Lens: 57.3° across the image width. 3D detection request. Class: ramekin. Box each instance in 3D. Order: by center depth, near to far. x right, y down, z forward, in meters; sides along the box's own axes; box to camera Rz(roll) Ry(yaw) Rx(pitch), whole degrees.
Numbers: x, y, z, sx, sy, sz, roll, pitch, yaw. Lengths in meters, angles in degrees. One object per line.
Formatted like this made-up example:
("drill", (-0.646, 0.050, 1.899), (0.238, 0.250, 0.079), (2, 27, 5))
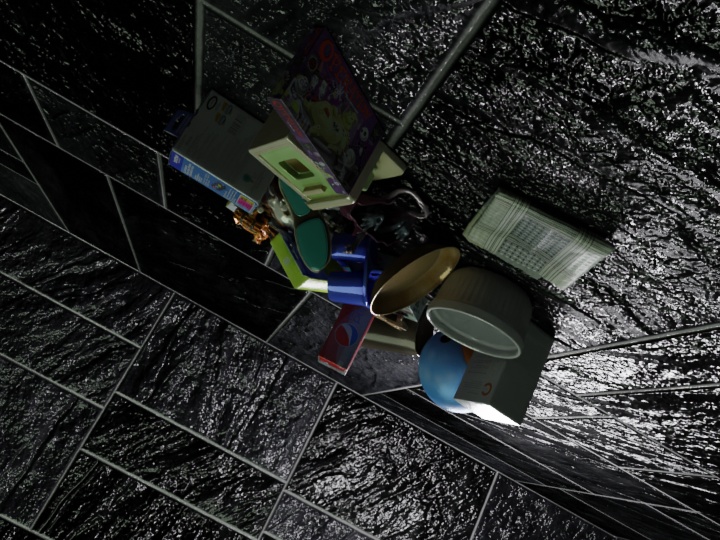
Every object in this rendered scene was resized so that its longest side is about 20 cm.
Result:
("ramekin", (0.238, 0.078, 1.285), (0.199, 0.106, 0.200), (25, 162, 8))

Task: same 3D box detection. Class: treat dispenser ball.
("treat dispenser ball", (0.235, 0.230, 1.544), (0.200, 0.202, 0.201), (25, 162, 9))

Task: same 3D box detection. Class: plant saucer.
("plant saucer", (0.094, 0.009, 1.227), (0.036, 0.199, 0.200), (55, 172, 22))

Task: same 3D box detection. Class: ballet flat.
("ballet flat", (-0.095, -0.096, 1.219), (0.067, 0.202, 0.062), (-16, -178, 10))

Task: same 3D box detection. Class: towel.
("towel", (0.266, -0.042, 1.032), (0.192, 0.035, 0.200), (27, 163, 2))

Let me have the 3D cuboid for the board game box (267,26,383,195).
("board game box", (-0.039, -0.208, 0.888), (0.032, 0.121, 0.200), (11, 157, 32))

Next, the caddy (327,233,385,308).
("caddy", (0.000, 0.000, 1.283), (0.104, 0.143, 0.200), (3, 175, 6))

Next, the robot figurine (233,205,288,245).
("robot figurine", (-0.211, -0.092, 1.430), (0.144, 0.058, 0.200), (32, 172, 16))

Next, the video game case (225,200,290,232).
("video game case", (-0.202, -0.119, 1.514), (0.199, 0.026, 0.180), (34, 161, -17))

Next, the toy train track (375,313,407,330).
("toy train track", (0.035, 0.091, 1.543), (0.199, 0.033, 0.115), (21, 170, 42))

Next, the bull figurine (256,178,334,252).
("bull figurine", (-0.130, -0.105, 1.332), (0.200, 0.065, 0.122), (41, -162, -17))

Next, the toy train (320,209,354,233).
("toy train", (-0.064, -0.112, 1.321), (0.046, 0.034, 0.200), (13, 157, 47))

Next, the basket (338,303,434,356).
("basket", (0.072, 0.138, 1.644), (0.199, 0.137, 0.180), (10, -172, 28))

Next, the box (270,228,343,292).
("box", (-0.108, -0.015, 1.391), (0.122, 0.048, 0.200), (59, -160, 20))

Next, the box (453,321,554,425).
("box", (0.302, 0.208, 1.389), (0.097, 0.201, 0.124), (35, 161, -21))

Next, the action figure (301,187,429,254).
("action figure", (-0.001, -0.116, 1.157), (0.134, 0.149, 0.200), (54, 170, -31))

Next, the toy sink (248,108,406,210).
("toy sink", (-0.051, -0.169, 1.021), (0.200, 0.113, 0.130), (39, 159, -30))

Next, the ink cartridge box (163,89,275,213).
("ink cartridge box", (-0.236, -0.211, 1.134), (0.199, 0.137, 0.076), (33, 158, -13))

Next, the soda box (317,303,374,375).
("soda box", (-0.017, 0.114, 1.391), (0.070, 0.201, 0.063), (25, 161, 5))

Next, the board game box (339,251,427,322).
("board game box", (0.056, 0.029, 1.483), (0.147, 0.065, 0.200), (18, 158, 28))
